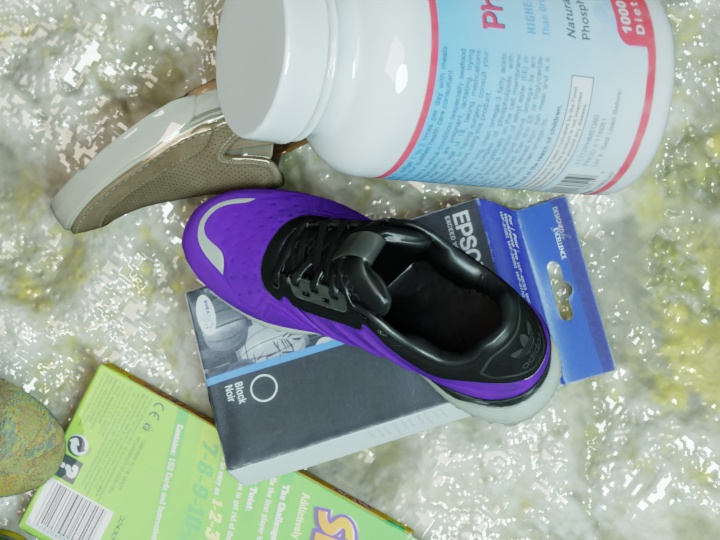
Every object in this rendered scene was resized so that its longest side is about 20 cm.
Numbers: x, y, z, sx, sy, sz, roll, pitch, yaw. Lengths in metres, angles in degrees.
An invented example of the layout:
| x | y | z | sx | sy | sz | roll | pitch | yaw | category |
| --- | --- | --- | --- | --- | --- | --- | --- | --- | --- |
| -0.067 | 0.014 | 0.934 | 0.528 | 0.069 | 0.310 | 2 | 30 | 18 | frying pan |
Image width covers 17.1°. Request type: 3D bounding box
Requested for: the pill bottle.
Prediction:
| x | y | z | sx | sy | sz | roll | pitch | yaw | category |
| --- | --- | --- | --- | --- | --- | --- | --- | --- | --- |
| 0.039 | -0.095 | 1.119 | 0.199 | 0.109 | 0.110 | 3 | 93 | -27 | pill bottle |

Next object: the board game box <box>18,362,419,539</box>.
| x | y | z | sx | sy | sz | roll | pitch | yaw | category |
| --- | --- | --- | --- | --- | --- | --- | --- | --- | --- |
| -0.066 | 0.136 | 1.221 | 0.199 | 0.030 | 0.096 | 29 | 94 | 7 | board game box |

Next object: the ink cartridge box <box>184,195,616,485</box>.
| x | y | z | sx | sy | sz | roll | pitch | yaw | category |
| --- | --- | --- | --- | --- | --- | --- | --- | --- | --- |
| 0.019 | 0.030 | 1.188 | 0.199 | 0.039 | 0.100 | -18 | 70 | 6 | ink cartridge box |

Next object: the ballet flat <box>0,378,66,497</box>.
| x | y | z | sx | sy | sz | roll | pitch | yaw | category |
| --- | --- | --- | --- | --- | --- | --- | --- | --- | --- |
| -0.241 | 0.065 | 1.170 | 0.199 | 0.071 | 0.071 | 23 | 95 | -5 | ballet flat |

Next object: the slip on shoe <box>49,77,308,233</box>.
| x | y | z | sx | sy | sz | roll | pitch | yaw | category |
| --- | --- | --- | --- | --- | --- | --- | --- | --- | --- |
| -0.059 | -0.065 | 1.192 | 0.199 | 0.076 | 0.061 | -31 | 90 | -2 | slip on shoe |

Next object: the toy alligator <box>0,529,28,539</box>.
| x | y | z | sx | sy | sz | roll | pitch | yaw | category |
| --- | --- | --- | --- | --- | --- | --- | --- | --- | --- |
| -0.188 | 0.152 | 1.200 | 0.199 | 0.060 | 0.054 | 28 | 136 | -9 | toy alligator |

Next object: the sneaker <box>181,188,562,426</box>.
| x | y | z | sx | sy | sz | roll | pitch | yaw | category |
| --- | --- | --- | --- | --- | --- | --- | --- | --- | --- |
| 0.000 | 0.000 | 1.127 | 0.199 | 0.100 | 0.070 | 22 | 76 | 18 | sneaker |
